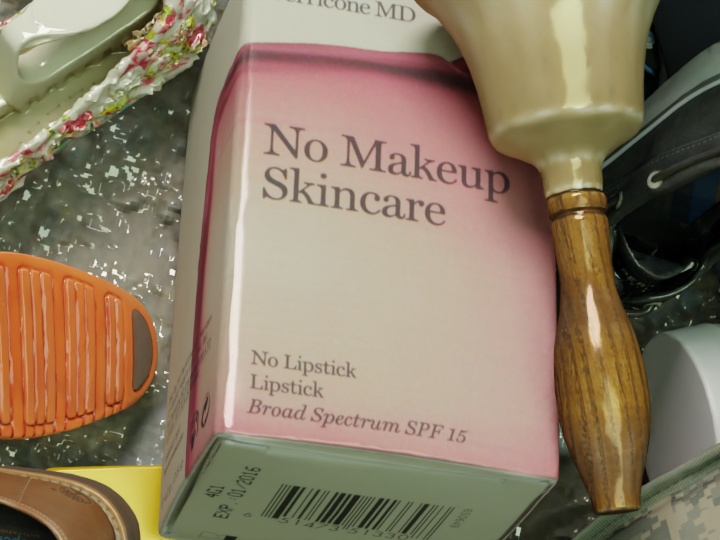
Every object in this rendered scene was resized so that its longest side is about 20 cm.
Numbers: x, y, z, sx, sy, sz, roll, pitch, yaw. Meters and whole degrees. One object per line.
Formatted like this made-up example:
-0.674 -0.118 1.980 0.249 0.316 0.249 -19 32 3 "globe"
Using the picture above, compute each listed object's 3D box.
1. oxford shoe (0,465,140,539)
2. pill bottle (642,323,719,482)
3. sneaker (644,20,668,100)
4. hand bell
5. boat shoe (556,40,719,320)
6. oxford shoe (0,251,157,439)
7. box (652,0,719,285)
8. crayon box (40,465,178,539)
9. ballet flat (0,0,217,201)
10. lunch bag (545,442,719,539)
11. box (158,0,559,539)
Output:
-0.187 0.095 0.800 0.199 0.071 0.072 -1 86 12 "oxford shoe"
0.223 0.054 0.908 0.199 0.112 0.113 -8 88 -14 "pill bottle"
0.109 -0.116 0.913 0.072 0.072 0.201 5 83 -12 "sneaker"
0.075 -0.015 0.759 0.104 0.104 0.201 -2 78 -14 "hand bell"
0.108 -0.016 0.843 0.068 0.200 0.057 19 51 -21 "boat shoe"
-0.174 0.028 0.836 0.199 0.073 0.072 3 87 -34 "oxford shoe"
0.233 -0.087 0.893 0.199 0.107 0.149 -15 90 -35 "box"
-0.041 0.176 0.860 0.172 0.058 0.201 -1 85 -14 "crayon box"
-0.142 -0.071 0.848 0.200 0.064 0.076 -40 73 -13 "ballet flat"
0.139 0.160 0.831 0.164 0.200 0.118 32 32 -42 "lunch bag"
0.000 0.000 0.824 0.127 0.109 0.201 8 62 -13 "box"
